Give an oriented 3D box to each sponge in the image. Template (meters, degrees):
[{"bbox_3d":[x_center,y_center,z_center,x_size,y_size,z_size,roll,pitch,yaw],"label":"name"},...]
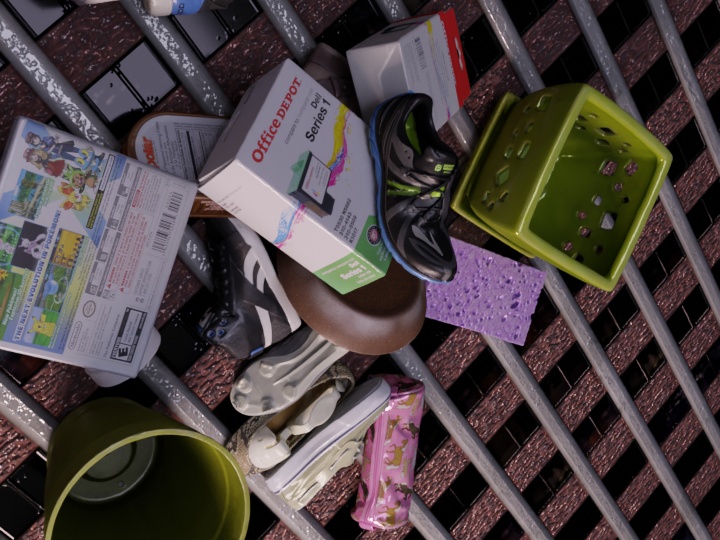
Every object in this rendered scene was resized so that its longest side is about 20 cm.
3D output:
[{"bbox_3d":[0.164,0.027,1.202,0.198,0.030,0.113,17,93,-34],"label":"sponge"}]

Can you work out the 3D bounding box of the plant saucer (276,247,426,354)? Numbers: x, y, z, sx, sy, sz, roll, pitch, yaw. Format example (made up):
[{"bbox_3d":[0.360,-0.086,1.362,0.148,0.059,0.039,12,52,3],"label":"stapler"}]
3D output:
[{"bbox_3d":[0.000,0.000,1.015,0.198,0.037,0.202,17,51,-23],"label":"plant saucer"}]

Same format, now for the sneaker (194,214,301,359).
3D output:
[{"bbox_3d":[-0.152,0.019,0.982,0.112,0.073,0.201,-38,119,-18],"label":"sneaker"}]

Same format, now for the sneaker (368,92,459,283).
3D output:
[{"bbox_3d":[0.061,-0.085,0.884,0.070,0.082,0.202,-4,79,-40],"label":"sneaker"}]

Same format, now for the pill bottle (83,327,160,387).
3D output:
[{"bbox_3d":[-0.290,0.018,0.877,0.109,0.108,0.201,-41,120,-16],"label":"pill bottle"}]

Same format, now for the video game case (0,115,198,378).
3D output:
[{"bbox_3d":[-0.261,-0.015,0.811,0.181,0.022,0.202,20,87,-37],"label":"video game case"}]

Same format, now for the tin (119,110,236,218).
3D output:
[{"bbox_3d":[-0.156,-0.114,0.932,0.198,0.042,0.113,-1,60,-31],"label":"tin"}]

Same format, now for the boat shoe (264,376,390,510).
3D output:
[{"bbox_3d":[-0.031,0.214,1.087,0.200,0.072,0.062,-42,99,9],"label":"boat shoe"}]

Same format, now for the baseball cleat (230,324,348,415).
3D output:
[{"bbox_3d":[-0.066,0.105,1.060,0.199,0.106,0.070,-34,91,12],"label":"baseball cleat"}]

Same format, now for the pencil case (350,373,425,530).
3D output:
[{"bbox_3d":[0.036,0.238,1.149,0.085,0.083,0.203,1,103,-23],"label":"pencil case"}]

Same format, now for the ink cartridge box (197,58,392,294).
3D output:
[{"bbox_3d":[-0.048,-0.096,0.911,0.199,0.084,0.146,37,56,-23],"label":"ink cartridge box"}]

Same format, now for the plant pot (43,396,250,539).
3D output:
[{"bbox_3d":[-0.244,0.224,0.909,0.198,0.192,0.203,-9,108,-29],"label":"plant pot"}]

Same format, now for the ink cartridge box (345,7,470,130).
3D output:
[{"bbox_3d":[0.063,-0.228,1.018,0.200,0.066,0.117,-48,128,-55],"label":"ink cartridge box"}]

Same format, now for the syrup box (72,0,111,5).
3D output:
[{"bbox_3d":[-0.239,-0.294,0.772,0.081,0.199,0.079,34,85,-34],"label":"syrup box"}]

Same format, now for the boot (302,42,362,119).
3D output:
[{"bbox_3d":[0.002,-0.173,1.034,0.199,0.070,0.148,18,85,-41],"label":"boot"}]

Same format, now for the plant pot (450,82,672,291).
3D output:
[{"bbox_3d":[0.245,-0.113,1.124,0.199,0.181,0.201,27,88,-33],"label":"plant pot"}]

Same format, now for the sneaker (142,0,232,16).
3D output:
[{"bbox_3d":[-0.166,-0.360,0.870,0.110,0.077,0.203,-10,112,-22],"label":"sneaker"}]

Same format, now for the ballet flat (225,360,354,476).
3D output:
[{"bbox_3d":[-0.085,0.185,1.065,0.200,0.075,0.068,-41,118,-15],"label":"ballet flat"}]
